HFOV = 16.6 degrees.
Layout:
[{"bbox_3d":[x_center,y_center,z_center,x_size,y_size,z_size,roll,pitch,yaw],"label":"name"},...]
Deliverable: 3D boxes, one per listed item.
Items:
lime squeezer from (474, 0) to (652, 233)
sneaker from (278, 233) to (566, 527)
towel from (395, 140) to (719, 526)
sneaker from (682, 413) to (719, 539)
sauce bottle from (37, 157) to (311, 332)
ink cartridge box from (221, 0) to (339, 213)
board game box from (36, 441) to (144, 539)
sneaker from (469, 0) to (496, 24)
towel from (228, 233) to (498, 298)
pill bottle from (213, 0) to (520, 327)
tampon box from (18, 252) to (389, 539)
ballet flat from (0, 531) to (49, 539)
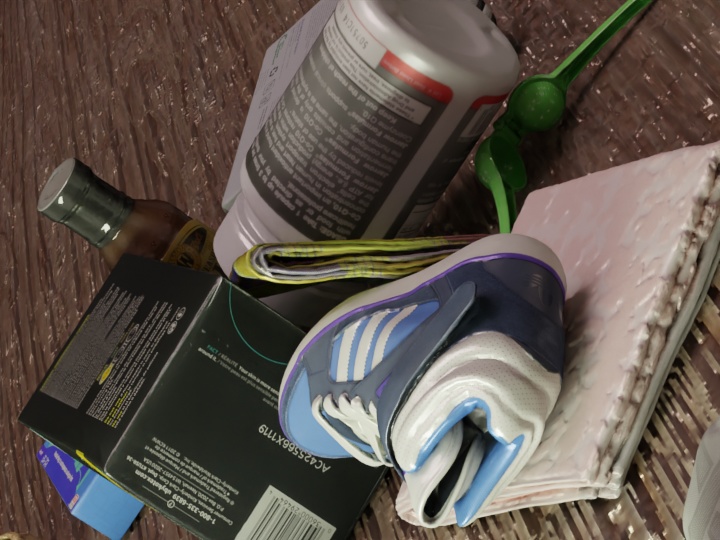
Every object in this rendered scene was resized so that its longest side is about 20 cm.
[{"bbox_3d":[0.103,-0.085,1.432,0.200,0.038,0.071,-61,18,-21],"label":"lime squeezer"},{"bbox_3d":[0.019,0.076,1.223,0.200,0.081,0.147,-34,26,35],"label":"sneaker"},{"bbox_3d":[0.106,0.034,1.251,0.191,0.032,0.200,-15,45,60],"label":"towel"},{"bbox_3d":[0.161,0.115,0.958,0.079,0.074,0.200,-53,12,34],"label":"sneaker"},{"bbox_3d":[-0.114,0.000,1.560,0.065,0.200,0.065,-45,25,28],"label":"sauce bottle"},{"bbox_3d":[-0.013,-0.149,1.793,0.200,0.043,0.197,-38,25,35],"label":"ink cartridge box"},{"bbox_3d":[-0.145,0.079,1.734,0.200,0.045,0.152,-55,20,-1],"label":"board game box"},{"bbox_3d":[0.018,-0.090,1.614,0.200,0.076,0.116,-55,7,-5],"label":"sneaker"},{"bbox_3d":[0.000,0.000,1.350,0.200,0.143,0.023,153,114,-81],"label":"towel"},{"bbox_3d":[-0.002,-0.071,1.471,0.200,0.114,0.114,-56,18,26],"label":"pill bottle"},{"bbox_3d":[-0.087,0.086,1.435,0.126,0.150,0.200,-58,20,-7],"label":"tampon box"},{"bbox_3d":[-0.251,0.260,1.664,0.070,0.065,0.200,-38,26,39],"label":"ballet flat"}]
